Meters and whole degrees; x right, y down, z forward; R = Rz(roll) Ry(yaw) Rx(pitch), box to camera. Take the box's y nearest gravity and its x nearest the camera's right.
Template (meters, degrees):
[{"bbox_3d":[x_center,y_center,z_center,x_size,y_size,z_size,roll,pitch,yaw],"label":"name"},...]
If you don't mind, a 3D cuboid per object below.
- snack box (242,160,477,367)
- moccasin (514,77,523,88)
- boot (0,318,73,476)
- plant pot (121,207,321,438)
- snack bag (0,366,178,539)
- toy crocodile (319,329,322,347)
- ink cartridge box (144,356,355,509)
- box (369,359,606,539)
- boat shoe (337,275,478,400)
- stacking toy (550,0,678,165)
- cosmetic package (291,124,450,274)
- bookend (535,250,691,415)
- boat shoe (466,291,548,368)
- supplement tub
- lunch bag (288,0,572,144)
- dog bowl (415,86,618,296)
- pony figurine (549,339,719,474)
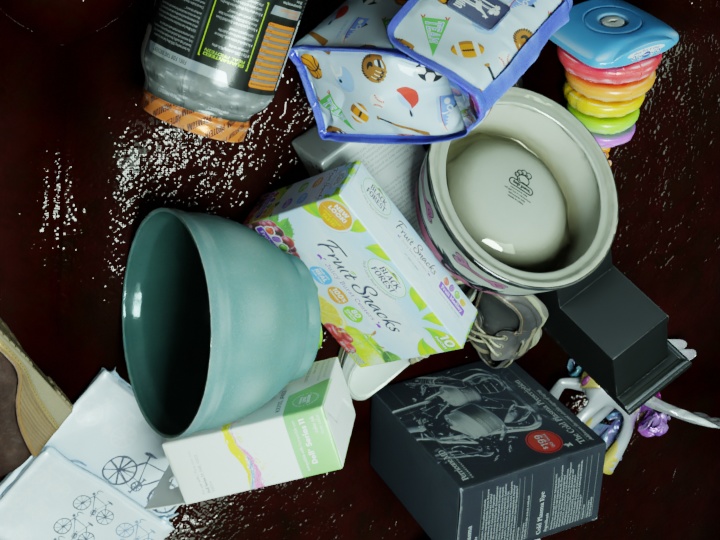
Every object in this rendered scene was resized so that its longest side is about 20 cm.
[{"bbox_3d":[0.000,0.000,1.135,0.200,0.141,0.053,50,48,-24],"label":"snack box"},{"bbox_3d":[0.125,-0.178,1.187,0.077,0.074,0.203,-12,123,-8],"label":"moccasin"},{"bbox_3d":[-0.365,0.121,1.052,0.166,0.072,0.201,-38,129,-11],"label":"boot"},{"bbox_3d":[-0.119,0.045,1.081,0.133,0.200,0.202,-1,114,-33],"label":"plant pot"},{"bbox_3d":[-0.252,0.217,1.194,0.200,0.021,0.188,-48,126,-1],"label":"snack bag"},{"bbox_3d":[-0.079,0.095,1.216,0.067,0.062,0.202,-11,113,-24],"label":"toy crocodile"},{"bbox_3d":[-0.112,0.155,1.133,0.198,0.117,0.068,-15,107,11],"label":"ink cartridge box"},{"bbox_3d":[0.132,0.199,1.291,0.180,0.200,0.105,-13,121,-24],"label":"box"},{"bbox_3d":[0.049,0.060,1.259,0.075,0.068,0.201,35,93,-36],"label":"boat shoe"},{"bbox_3d":[0.255,-0.173,1.257,0.115,0.110,0.202,-20,132,-23],"label":"stacking toy"},{"bbox_3d":[0.025,-0.069,1.182,0.101,0.071,0.201,-36,125,-11],"label":"cosmetic package"},{"bbox_3d":[0.239,0.012,1.231,0.092,0.199,0.201,-35,144,-9],"label":"bookend"},{"bbox_3d":[0.152,0.061,1.267,0.074,0.074,0.200,-51,157,-10],"label":"boat shoe"},{"bbox_3d":[-0.111,-0.219,1.003,0.122,0.122,0.202,13,106,-33],"label":"supplement tub"},{"bbox_3d":[0.065,-0.198,1.035,0.170,0.199,0.125,-49,132,-30],"label":"lunch bag"},{"bbox_3d":[0.139,-0.066,1.113,0.198,0.074,0.202,8,67,-20],"label":"dog bowl"},{"bbox_3d":[0.319,0.148,1.420,0.191,0.167,0.201,18,119,-26],"label":"pony figurine"}]
